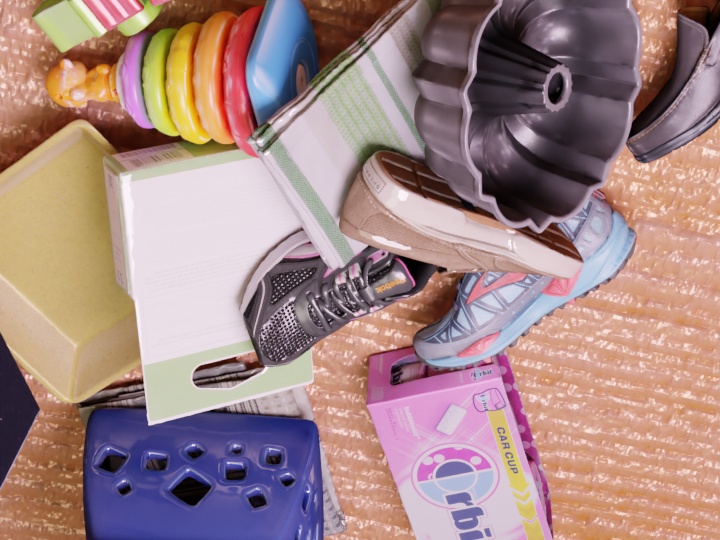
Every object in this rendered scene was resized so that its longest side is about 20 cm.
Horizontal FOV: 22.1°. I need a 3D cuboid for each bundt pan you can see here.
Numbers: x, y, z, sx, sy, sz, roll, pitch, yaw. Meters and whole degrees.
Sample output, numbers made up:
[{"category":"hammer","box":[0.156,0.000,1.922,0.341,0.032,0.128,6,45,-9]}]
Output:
[{"category":"bundt pan","box":[0.109,-0.132,1.284,0.075,0.202,0.203,17,138,41]}]

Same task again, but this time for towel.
[{"category":"towel","box":[0.021,-0.111,1.311,0.200,0.031,0.150,-44,138,-11]},{"category":"towel","box":[-0.125,0.163,1.587,0.191,0.035,0.201,-9,127,12]}]

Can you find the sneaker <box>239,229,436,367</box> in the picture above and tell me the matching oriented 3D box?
[{"category":"sneaker","box":[0.000,0.000,1.375,0.200,0.086,0.081,-41,120,-9]}]

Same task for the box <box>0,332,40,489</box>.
[{"category":"box","box":[-0.380,0.078,1.447,0.181,0.105,0.201,0,133,22]}]

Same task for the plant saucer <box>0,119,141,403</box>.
[{"category":"plant saucer","box":[-0.220,-0.013,1.448,0.199,0.049,0.200,-31,119,22]}]

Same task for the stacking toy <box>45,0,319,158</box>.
[{"category":"stacking toy","box":[-0.135,-0.135,1.336,0.198,0.110,0.117,0,136,16]}]

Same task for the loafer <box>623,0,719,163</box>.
[{"category":"loafer","box":[0.252,-0.163,1.319,0.072,0.073,0.200,37,109,-13]}]

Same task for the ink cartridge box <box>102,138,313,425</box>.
[{"category":"ink cartridge box","box":[-0.112,0.002,1.393,0.144,0.048,0.202,-13,115,-24]}]

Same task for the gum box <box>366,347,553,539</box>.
[{"category":"gum box","box":[0.083,0.147,1.541,0.113,0.066,0.201,-12,124,11]}]

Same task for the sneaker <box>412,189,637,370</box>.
[{"category":"sneaker","box":[0.112,-0.003,1.440,0.199,0.079,0.096,-35,105,16]}]

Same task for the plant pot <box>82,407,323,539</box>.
[{"category":"plant pot","box":[-0.135,0.248,1.518,0.198,0.181,0.201,3,129,2]}]

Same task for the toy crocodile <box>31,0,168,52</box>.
[{"category":"toy crocodile","box":[-0.144,-0.210,1.295,0.199,0.062,0.068,-24,122,18]}]

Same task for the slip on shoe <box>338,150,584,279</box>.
[{"category":"slip on shoe","box":[0.073,-0.026,1.330,0.199,0.076,0.061,16,120,-37]}]
